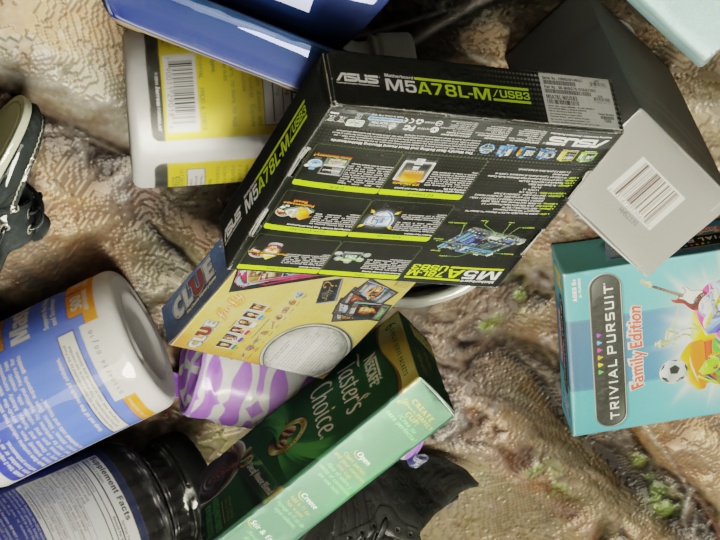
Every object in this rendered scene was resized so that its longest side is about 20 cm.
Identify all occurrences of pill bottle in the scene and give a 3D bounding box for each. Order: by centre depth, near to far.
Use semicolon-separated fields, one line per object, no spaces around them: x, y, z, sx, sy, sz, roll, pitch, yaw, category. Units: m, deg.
-0.062;-0.117;1.573;0.199;0.111;0.112;-3;121;-6;pill bottle
-0.246;0.090;1.671;0.199;0.112;0.112;-25;121;7;pill bottle
-0.210;0.196;1.712;0.199;0.112;0.112;-22;126;-25;pill bottle

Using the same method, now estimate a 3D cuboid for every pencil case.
-0.041;0.089;1.724;0.199;0.084;0.085;14;161;-16;pencil case

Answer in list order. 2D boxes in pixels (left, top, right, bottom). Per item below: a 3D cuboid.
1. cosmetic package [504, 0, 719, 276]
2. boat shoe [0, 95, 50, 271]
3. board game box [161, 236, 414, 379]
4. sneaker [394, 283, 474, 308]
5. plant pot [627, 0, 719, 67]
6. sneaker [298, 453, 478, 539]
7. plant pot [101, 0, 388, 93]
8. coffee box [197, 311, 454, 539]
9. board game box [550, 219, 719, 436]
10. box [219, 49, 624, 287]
0.175;-0.100;1.569;0.090;0.200;0.107;-42;115;15;cosmetic package
-0.254;-0.035;1.617;0.066;0.075;0.200;19;117;-21;boat shoe
-0.028;-0.007;1.564;0.135;0.035;0.200;15;134;-34;board game box
0.000;0.000;1.669;0.199;0.071;0.073;-15;99;-5;sneaker
0.194;-0.290;1.469;0.200;0.197;0.196;33;112;-14;plant pot
0.004;0.196;1.748;0.104;0.200;0.060;41;135;-2;sneaker
-0.063;-0.218;1.426;0.199;0.200;0.181;20;96;-11;plant pot
-0.028;0.124;1.626;0.200;0.123;0.044;-38;111;10;coffee box
0.252;0.040;1.753;0.199;0.047;0.152;-9;122;-3;board game box
0.035;-0.059;1.432;0.199;0.048;0.193;3;151;-22;box
